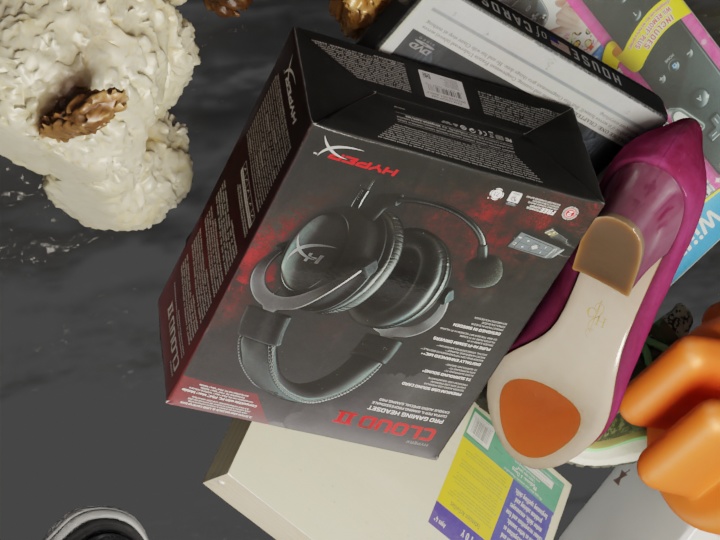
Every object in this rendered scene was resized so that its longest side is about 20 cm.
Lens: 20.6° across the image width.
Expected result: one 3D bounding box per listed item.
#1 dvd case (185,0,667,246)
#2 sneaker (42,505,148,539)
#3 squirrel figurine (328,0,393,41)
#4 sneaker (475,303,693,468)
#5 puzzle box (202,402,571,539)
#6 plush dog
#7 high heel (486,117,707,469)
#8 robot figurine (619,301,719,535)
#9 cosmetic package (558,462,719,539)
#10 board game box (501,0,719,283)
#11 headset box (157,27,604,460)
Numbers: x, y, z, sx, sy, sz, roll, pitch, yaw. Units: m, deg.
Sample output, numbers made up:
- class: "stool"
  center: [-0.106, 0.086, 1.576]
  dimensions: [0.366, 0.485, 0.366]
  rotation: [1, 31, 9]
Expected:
- class: "dvd case"
  center: [0.030, -0.045, 0.973]
  dimensions: [0.150, 0.025, 0.200]
  rotation: [25, 124, -29]
- class: "sneaker"
  center: [-0.144, 0.233, 1.032]
  dimensions: [0.075, 0.114, 0.201]
  rotation: [6, 105, -19]
- class: "squirrel figurine"
  center: [0.011, -0.193, 0.910]
  dimensions: [0.187, 0.141, 0.201]
  rotation: [-45, 127, -29]
- class: "sneaker"
  center: [0.152, 0.057, 1.097]
  dimensions: [0.199, 0.077, 0.089]
  rotation: [4, 104, -27]
- class: "puzzle box"
  center: [0.020, 0.114, 1.050]
  dimensions: [0.200, 0.025, 0.134]
  rotation: [41, 52, -21]
- class: "plush dog"
  center: [-0.132, -0.131, 0.921]
  dimensions: [0.199, 0.160, 0.173]
  rotation: [23, 72, -24]
- class: "high heel"
  center: [0.124, 0.017, 0.986]
  dimensions: [0.067, 0.096, 0.200]
  rotation: [34, 138, 9]
- class: "robot figurine"
  center: [0.231, 0.089, 1.037]
  dimensions: [0.199, 0.144, 0.117]
  rotation: [12, 100, -32]
- class: "cosmetic package"
  center: [0.220, 0.199, 1.145]
  dimensions: [0.200, 0.101, 0.071]
  rotation: [37, 94, -23]
- class: "board game box"
  center: [0.117, -0.087, 1.045]
  dimensions: [0.147, 0.064, 0.200]
  rotation: [-43, 114, 0]
- class: "headset box"
  center: [0.000, 0.000, 0.941]
  dimensions: [0.148, 0.077, 0.201]
  rotation: [14, 127, -22]
